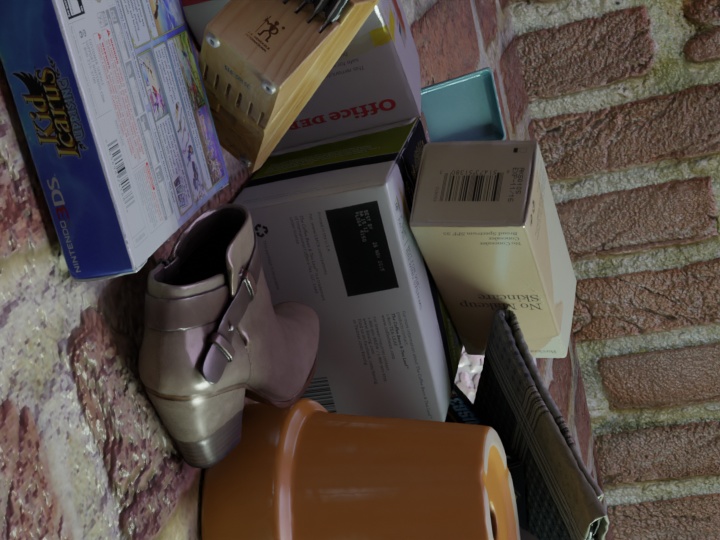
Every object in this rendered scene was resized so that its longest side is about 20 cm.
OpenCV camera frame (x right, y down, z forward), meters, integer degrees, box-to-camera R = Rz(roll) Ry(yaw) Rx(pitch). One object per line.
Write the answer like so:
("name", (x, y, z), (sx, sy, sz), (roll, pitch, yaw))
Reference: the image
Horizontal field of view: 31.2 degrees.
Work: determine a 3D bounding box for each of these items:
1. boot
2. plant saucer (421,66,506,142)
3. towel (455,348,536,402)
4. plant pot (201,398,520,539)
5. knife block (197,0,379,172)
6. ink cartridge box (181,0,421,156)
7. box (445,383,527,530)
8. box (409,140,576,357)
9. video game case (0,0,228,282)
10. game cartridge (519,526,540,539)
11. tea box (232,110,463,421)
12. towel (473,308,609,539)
("boot", (-0.078, 0.025, 0.833), (0.200, 0.069, 0.148), (-58, 151, -54))
("plant saucer", (0.031, -0.122, 1.157), (0.019, 0.198, 0.071), (-128, -159, -69))
("towel", (0.080, 0.067, 1.243), (0.032, 0.189, 0.203), (164, -86, -68))
("plant pot", (0.012, 0.182, 0.893), (0.200, 0.181, 0.203), (-9, 90, -75))
("knife block", (-0.032, -0.177, 0.869), (0.176, 0.064, 0.200), (-49, 177, -23))
("ink cartridge box", (-0.047, -0.197, 0.981), (0.201, 0.143, 0.084), (65, 20, -46))
("box", (0.089, 0.208, 1.125), (0.199, 0.049, 0.202), (-131, -149, -61))
("box", (0.110, -0.012, 1.022), (0.201, 0.094, 0.079), (60, 36, -52))
("video game case", (-0.146, -0.118, 0.754), (0.181, 0.045, 0.203), (-58, 136, -67))
("game cartridge", (0.091, 0.251, 1.007), (0.041, 0.199, 0.135), (-13, 99, -30))
("tea box", (0.000, 0.000, 1.055), (0.197, 0.132, 0.202), (-61, 139, -65))
("towel", (0.142, 0.158, 1.029), (0.194, 0.034, 0.202), (95, -22, -53))
